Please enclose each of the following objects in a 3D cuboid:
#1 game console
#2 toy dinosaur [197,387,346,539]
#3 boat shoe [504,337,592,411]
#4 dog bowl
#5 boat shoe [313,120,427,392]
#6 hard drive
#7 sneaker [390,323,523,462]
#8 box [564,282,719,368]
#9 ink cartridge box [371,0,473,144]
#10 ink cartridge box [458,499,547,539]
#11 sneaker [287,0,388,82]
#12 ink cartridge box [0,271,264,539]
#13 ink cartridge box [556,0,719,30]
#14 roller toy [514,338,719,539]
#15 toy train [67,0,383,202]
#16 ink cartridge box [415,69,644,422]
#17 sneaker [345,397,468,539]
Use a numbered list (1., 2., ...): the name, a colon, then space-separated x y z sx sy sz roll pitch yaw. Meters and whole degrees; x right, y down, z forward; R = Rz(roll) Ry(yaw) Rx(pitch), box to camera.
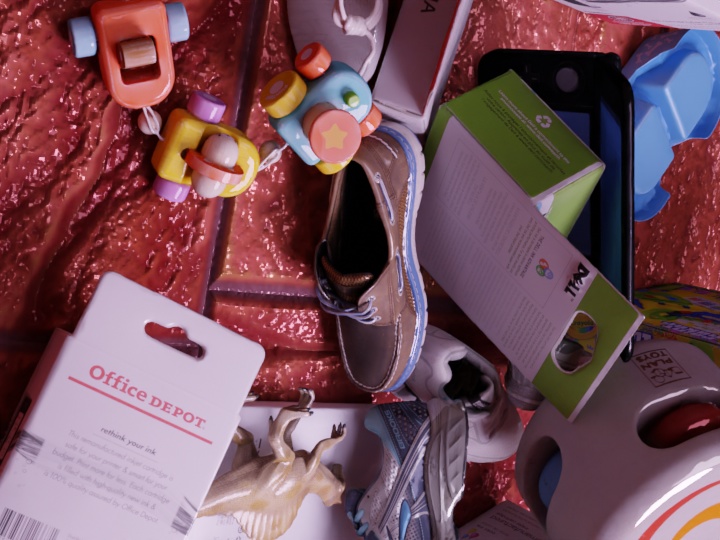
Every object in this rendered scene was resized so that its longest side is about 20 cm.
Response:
1. game console: 0.144 -0.055 0.909 0.116 0.175 0.202 -27 120 -49
2. toy dinosaur: -0.066 0.134 0.807 0.199 0.058 0.102 -1 103 -44
3. boat shoe: 0.152 0.087 1.003 0.202 0.074 0.065 36 75 -76
4. dog bowl: 0.264 -0.137 1.109 0.201 0.049 0.112 -53 132 -22
5. boat shoe: 0.000 0.000 0.850 0.072 0.072 0.202 -32 126 -54
6. hard drive: -0.061 0.161 0.879 0.199 0.027 0.133 8 95 -45
7. sneaker: 0.085 0.105 0.973 0.200 0.081 0.076 44 68 -44
8. box: 0.312 0.096 1.111 0.191 0.199 0.123 -6 106 -43
9. ink cartridge box: 0.057 -0.200 0.817 0.176 0.044 0.202 62 45 -84
10. ink cartridge box: 0.108 0.286 0.992 0.199 0.144 0.085 -20 120 -40
11. sneaker: 0.001 -0.221 0.814 0.088 0.075 0.202 -27 121 -56
12. ink cartridge box: -0.151 0.113 0.718 0.115 0.067 0.201 28 80 -19
13. ink cartridge box: 0.207 -0.251 0.952 0.199 0.144 0.085 7 96 -45
14. roller toy: 0.217 0.149 0.916 0.200 0.140 0.182 -45 135 11
15. toy train: -0.070 -0.111 0.735 0.198 0.056 0.152 -10 121 -19
16. ink cartridge box: 0.125 -0.015 0.861 0.075 0.200 0.148 -29 156 -30
17. sneaker: 0.031 0.193 0.895 0.078 0.085 0.202 73 22 -78
